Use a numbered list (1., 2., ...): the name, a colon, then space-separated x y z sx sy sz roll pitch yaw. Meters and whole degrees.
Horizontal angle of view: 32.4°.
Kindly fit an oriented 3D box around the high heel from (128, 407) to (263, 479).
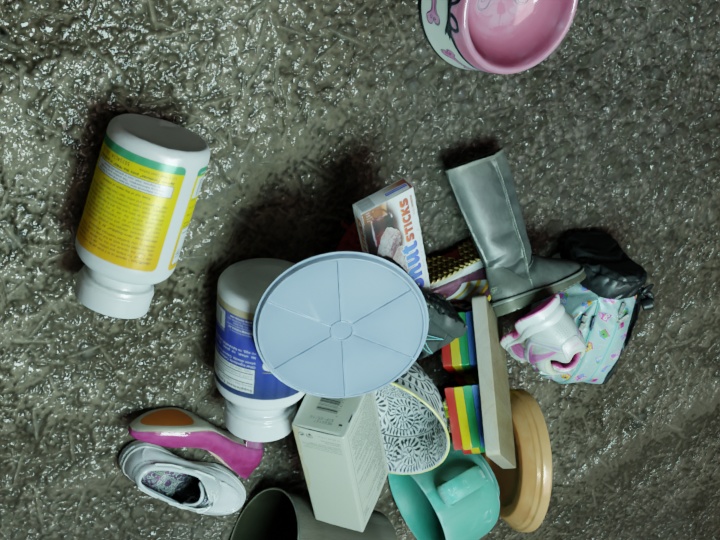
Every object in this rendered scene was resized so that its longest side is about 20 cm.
1. high heel: -0.206 0.223 1.549 0.199 0.067 0.097 0 112 -44

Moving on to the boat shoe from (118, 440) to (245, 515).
1. boat shoe: -0.215 0.274 1.568 0.072 0.069 0.200 -48 131 2

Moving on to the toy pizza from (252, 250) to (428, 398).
1. toy pizza: -0.022 0.060 1.403 0.198 0.032 0.201 -3 122 -4

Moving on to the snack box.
1. snack box: 0.040 -0.018 1.479 0.072 0.024 0.201 -28 138 -14

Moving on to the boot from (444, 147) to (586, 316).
1. boot: 0.200 -0.058 1.594 0.181 0.072 0.201 -18 86 -45

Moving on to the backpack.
1. backpack: 0.309 0.061 1.730 0.126 0.167 0.201 6 118 -16

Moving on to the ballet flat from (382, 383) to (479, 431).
1. ballet flat: 0.121 0.203 1.733 0.199 0.067 0.067 -16 169 -20

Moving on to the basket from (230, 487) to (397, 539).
1. basket: -0.056 0.381 1.694 0.199 0.136 0.181 10 119 -40

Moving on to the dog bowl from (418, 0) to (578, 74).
1. dog bowl: 0.171 -0.321 1.456 0.199 0.074 0.201 -15 123 -24

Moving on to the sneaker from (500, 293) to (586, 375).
1. sneaker: 0.241 0.099 1.608 0.081 0.088 0.200 -35 170 -5

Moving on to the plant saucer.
1. plant saucer: 0.215 0.269 1.755 0.037 0.200 0.202 0 118 -16

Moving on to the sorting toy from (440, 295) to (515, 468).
1. sorting toy: 0.152 0.154 1.628 0.069 0.200 0.200 -7 165 11

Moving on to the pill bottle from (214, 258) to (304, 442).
1. pill bottle: -0.116 0.099 1.493 0.119 0.120 0.201 -10 122 -27

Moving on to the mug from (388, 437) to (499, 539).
1. mug: 0.133 0.316 1.736 0.114 0.185 0.153 -26 111 -21

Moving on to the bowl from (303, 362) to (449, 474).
1. bowl: 0.033 0.168 1.620 0.201 0.199 0.095 65 36 -39

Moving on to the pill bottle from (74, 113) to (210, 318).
1. pill bottle: -0.241 -0.055 1.329 0.112 0.113 0.201 6 113 -34

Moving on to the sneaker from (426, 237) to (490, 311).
1. sneaker: 0.122 0.024 1.628 0.199 0.075 0.091 -22 121 -19

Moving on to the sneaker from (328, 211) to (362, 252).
1. sneaker: 0.000 0.000 1.552 0.200 0.079 0.095 -52 148 10

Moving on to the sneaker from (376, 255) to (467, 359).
1. sneaker: 0.054 0.052 1.476 0.079 0.076 0.200 -42 138 11

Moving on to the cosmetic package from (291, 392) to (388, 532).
1. cosmetic package: -0.022 0.224 1.556 0.201 0.073 0.104 82 26 -44
